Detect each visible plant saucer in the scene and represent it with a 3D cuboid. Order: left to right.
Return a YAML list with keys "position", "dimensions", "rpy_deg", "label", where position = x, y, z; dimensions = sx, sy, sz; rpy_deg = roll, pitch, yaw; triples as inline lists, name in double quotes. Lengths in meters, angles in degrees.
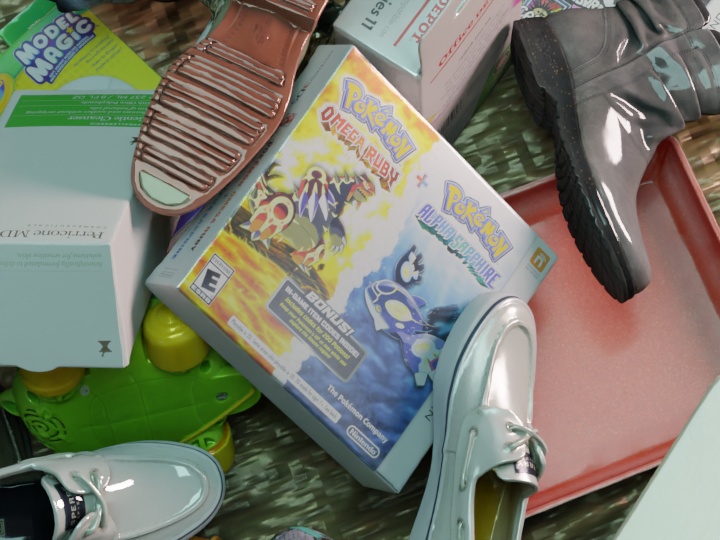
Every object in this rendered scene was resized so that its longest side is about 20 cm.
- position: [0.141, 0.038, 1.603]
  dimensions: [0.199, 0.037, 0.200]
  rpy_deg: [-20, 70, -7]
  label: "plant saucer"

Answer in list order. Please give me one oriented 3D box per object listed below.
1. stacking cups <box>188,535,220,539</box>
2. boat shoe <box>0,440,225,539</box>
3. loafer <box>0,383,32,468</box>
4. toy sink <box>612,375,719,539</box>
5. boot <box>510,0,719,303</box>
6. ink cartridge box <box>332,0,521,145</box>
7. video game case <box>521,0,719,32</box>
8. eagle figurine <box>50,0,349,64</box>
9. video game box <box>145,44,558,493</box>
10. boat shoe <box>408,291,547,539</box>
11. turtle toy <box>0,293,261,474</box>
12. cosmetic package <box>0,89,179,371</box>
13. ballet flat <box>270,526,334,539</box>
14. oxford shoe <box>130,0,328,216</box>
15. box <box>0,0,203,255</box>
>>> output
- position: [-0.072, 0.184, 1.541]
  dimensions: [0.199, 0.061, 0.061]
  rpy_deg: [16, 70, 8]
  label: "stacking cups"
- position: [-0.173, 0.137, 1.491]
  dimensions: [0.199, 0.066, 0.072]
  rpy_deg: [-5, 83, -12]
  label: "boat shoe"
- position: [-0.231, 0.128, 1.562]
  dimensions: [0.075, 0.070, 0.201]
  rpy_deg: [-23, 70, -7]
  label: "loafer"
- position: [0.209, 0.181, 1.500]
  dimensions: [0.130, 0.112, 0.200]
  rpy_deg: [31, 81, 11]
  label: "toy sink"
- position: [0.181, -0.088, 1.596]
  dimensions: [0.131, 0.070, 0.201]
  rpy_deg: [-14, 73, -8]
  label: "boot"
- position: [0.043, -0.152, 1.590]
  dimensions: [0.067, 0.200, 0.117]
  rpy_deg: [33, 73, 13]
  label: "ink cartridge box"
- position: [0.173, -0.210, 1.696]
  dimensions: [0.200, 0.036, 0.181]
  rpy_deg: [36, 74, 14]
  label: "video game case"
- position: [-0.090, -0.183, 1.626]
  dimensions: [0.199, 0.152, 0.151]
  rpy_deg: [30, 57, 14]
  label: "eagle figurine"
- position: [0.000, 0.000, 1.518]
  dimensions: [0.200, 0.047, 0.183]
  rpy_deg: [43, 69, -26]
  label: "video game box"
- position: [0.079, 0.112, 1.506]
  dimensions: [0.070, 0.071, 0.201]
  rpy_deg: [4, 76, 48]
  label: "boat shoe"
- position: [-0.122, 0.053, 1.563]
  dimensions: [0.199, 0.146, 0.101]
  rpy_deg: [-12, 48, -4]
  label: "turtle toy"
- position: [-0.171, -0.027, 1.508]
  dimensions: [0.107, 0.085, 0.200]
  rpy_deg: [0, 28, 6]
  label: "cosmetic package"
- position: [-0.059, 0.235, 1.495]
  dimensions: [0.072, 0.072, 0.201]
  rpy_deg: [25, 107, 11]
  label: "ballet flat"
- position: [-0.071, -0.107, 1.497]
  dimensions: [0.071, 0.074, 0.200]
  rpy_deg: [31, 68, 1]
  label: "oxford shoe"
- position: [-0.175, -0.088, 1.656]
  dimensions: [0.200, 0.048, 0.117]
  rpy_deg: [42, 76, 17]
  label: "box"
